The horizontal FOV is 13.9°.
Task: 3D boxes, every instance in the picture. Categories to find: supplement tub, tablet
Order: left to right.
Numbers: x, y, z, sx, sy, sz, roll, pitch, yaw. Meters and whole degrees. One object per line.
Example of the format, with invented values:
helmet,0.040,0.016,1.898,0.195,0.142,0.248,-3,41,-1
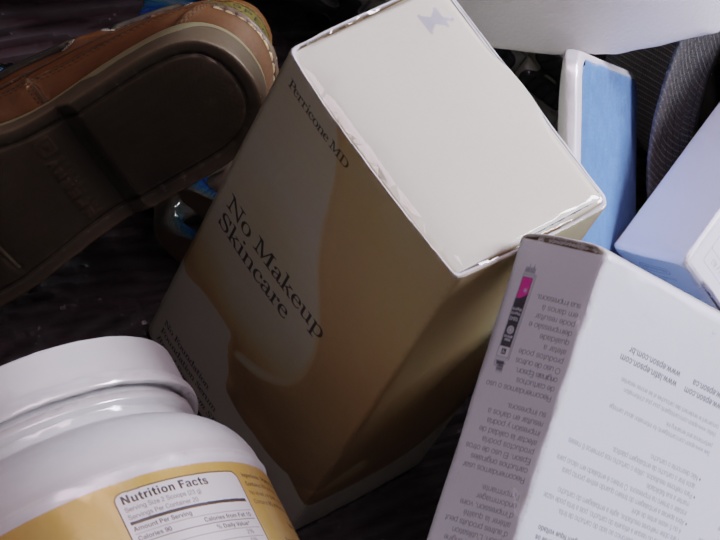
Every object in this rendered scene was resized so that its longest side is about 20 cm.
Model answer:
supplement tub,-0.076,0.138,0.977,0.144,0.145,0.200,-17,66,-28
tablet,0.085,0.023,1.082,0.014,0.130,0.201,0,90,14

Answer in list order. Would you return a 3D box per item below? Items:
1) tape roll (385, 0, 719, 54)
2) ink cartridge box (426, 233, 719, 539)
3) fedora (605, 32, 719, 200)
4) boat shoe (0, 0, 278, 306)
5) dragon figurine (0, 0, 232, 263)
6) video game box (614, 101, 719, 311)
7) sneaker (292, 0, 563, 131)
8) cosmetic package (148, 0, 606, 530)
tape roll,0.088,-0.168,1.121,0.202,0.071,0.203,-4,41,4
ink cartridge box,0.090,0.110,1.008,0.196,0.043,0.201,26,81,-50
fedora,0.170,-0.077,1.211,0.200,0.177,0.090,-2,20,-35
boat shoe,-0.119,-0.040,1.082,0.068,0.199,0.072,-80,147,-63
dragon figurine,-0.076,-0.071,1.160,0.200,0.059,0.100,30,54,-2
video game box,0.206,-0.022,1.151,0.200,0.047,0.182,-52,125,-19
sneaker,0.029,-0.124,1.212,0.200,0.077,0.080,43,44,-8
cosmetic package,0.000,0.000,1.057,0.071,0.200,0.105,-27,71,-31
